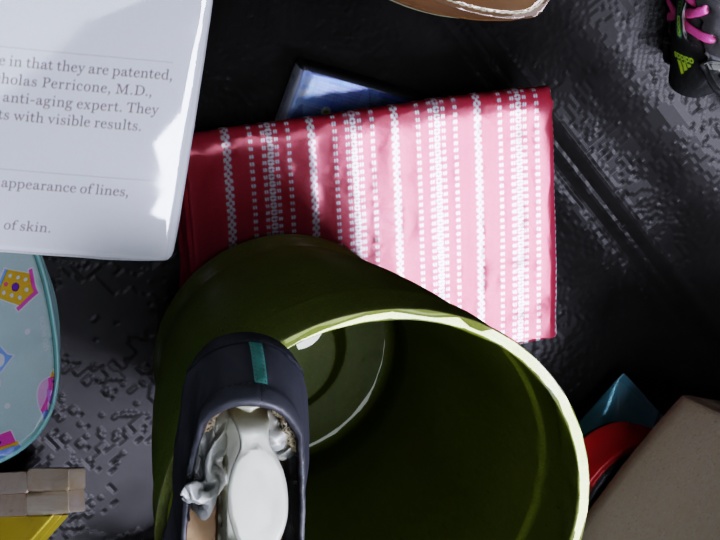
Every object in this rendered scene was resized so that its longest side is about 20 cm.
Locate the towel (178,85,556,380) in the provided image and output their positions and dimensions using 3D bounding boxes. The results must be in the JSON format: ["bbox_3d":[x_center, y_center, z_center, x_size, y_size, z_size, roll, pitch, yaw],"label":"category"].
[{"bbox_3d":[0.003,-0.016,1.303,0.200,0.022,0.145,-9,114,-13],"label":"towel"}]

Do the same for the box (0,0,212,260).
[{"bbox_3d":[-0.185,-0.104,1.129,0.200,0.199,0.131,4,111,-18],"label":"box"}]

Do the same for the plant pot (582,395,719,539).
[{"bbox_3d":[0.226,0.174,1.337,0.200,0.200,0.177,13,99,-45],"label":"plant pot"}]

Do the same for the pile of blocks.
[{"bbox_3d":[-0.203,0.177,1.318,0.200,0.062,0.082,-43,78,9],"label":"pile of blocks"}]

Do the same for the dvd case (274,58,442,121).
[{"bbox_3d":[0.000,0.000,1.332,0.142,0.018,0.200,14,107,-22],"label":"dvd case"}]

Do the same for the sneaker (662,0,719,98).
[{"bbox_3d":[0.182,-0.133,1.297,0.087,0.074,0.200,-47,122,0],"label":"sneaker"}]

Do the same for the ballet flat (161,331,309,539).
[{"bbox_3d":[-0.052,0.125,1.079,0.073,0.073,0.200,-2,112,-16],"label":"ballet flat"}]

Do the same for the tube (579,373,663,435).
[{"bbox_3d":[0.098,0.150,1.413,0.200,0.050,0.077,-46,130,1],"label":"tube"}]

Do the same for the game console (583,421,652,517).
[{"bbox_3d":[0.141,0.181,1.421,0.177,0.031,0.200,14,109,-46],"label":"game console"}]

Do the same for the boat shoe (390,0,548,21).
[{"bbox_3d":[0.009,-0.168,1.230,0.200,0.074,0.076,21,106,-23],"label":"boat shoe"}]

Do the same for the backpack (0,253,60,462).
[{"bbox_3d":[-0.240,0.026,1.201,0.200,0.153,0.176,-17,111,-17],"label":"backpack"}]

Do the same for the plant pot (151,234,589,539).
[{"bbox_3d":[-0.018,0.074,1.213,0.200,0.193,0.201,-6,114,-14],"label":"plant pot"}]
